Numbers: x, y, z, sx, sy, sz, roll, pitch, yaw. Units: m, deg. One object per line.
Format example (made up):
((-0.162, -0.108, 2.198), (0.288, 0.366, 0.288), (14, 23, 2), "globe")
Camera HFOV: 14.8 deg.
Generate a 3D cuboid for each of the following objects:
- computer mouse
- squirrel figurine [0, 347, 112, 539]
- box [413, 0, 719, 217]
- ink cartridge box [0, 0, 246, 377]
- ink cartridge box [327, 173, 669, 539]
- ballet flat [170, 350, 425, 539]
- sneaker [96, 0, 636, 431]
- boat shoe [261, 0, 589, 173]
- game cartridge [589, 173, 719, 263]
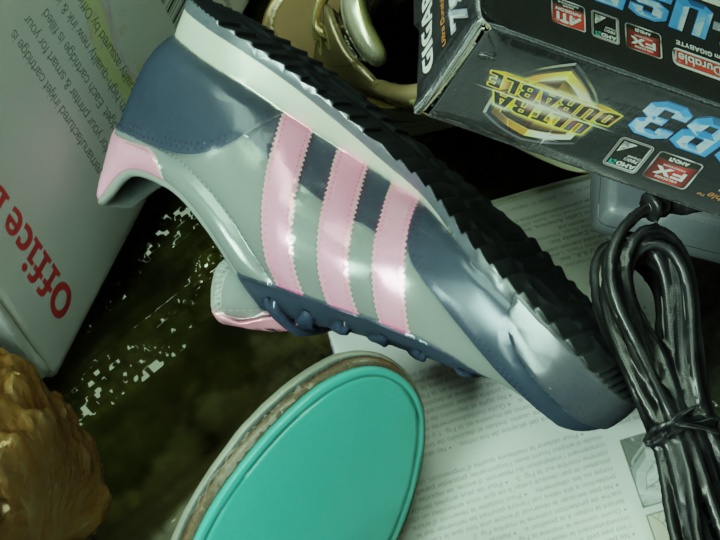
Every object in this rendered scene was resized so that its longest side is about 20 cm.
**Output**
((0.157, 0.021, 0.860), (0.199, 0.046, 0.141), (-18, 84, -24), "computer mouse")
((-0.184, 0.098, 0.863), (0.186, 0.142, 0.200), (-6, 45, 33), "squirrel figurine")
((0.114, -0.101, 0.853), (0.199, 0.050, 0.199), (17, 49, -17), "box")
((-0.121, -0.086, 0.941), (0.084, 0.145, 0.200), (10, 60, 26), "ink cartridge box")
((0.060, 0.072, 0.883), (0.109, 0.050, 0.201), (-16, 59, 0), "ink cartridge box")
((-0.045, 0.114, 0.847), (0.067, 0.064, 0.201), (28, 79, -22), "ballet flat")
((0.000, 0.000, 0.881), (0.200, 0.070, 0.082), (41, 103, 23), "sneaker")
((0.022, -0.085, 0.928), (0.200, 0.066, 0.074), (14, 74, 54), "boat shoe")
((0.148, -0.084, 0.942), (0.133, 0.042, 0.201), (16, 57, -13), "game cartridge")
